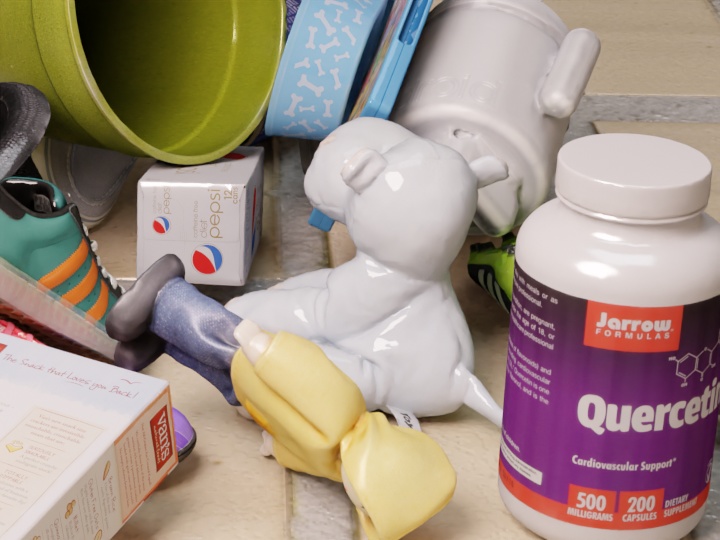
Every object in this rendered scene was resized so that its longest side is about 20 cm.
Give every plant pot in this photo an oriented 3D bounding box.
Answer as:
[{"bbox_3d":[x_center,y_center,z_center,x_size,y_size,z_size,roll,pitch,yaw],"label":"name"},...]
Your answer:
[{"bbox_3d":[-0.185,-0.165,1.334,0.193,0.201,0.200,-1,17,38],"label":"plant pot"}]

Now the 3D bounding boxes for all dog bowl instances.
[{"bbox_3d":[-0.015,-0.154,1.401,0.049,0.112,0.200,18,25,2],"label":"dog bowl"}]

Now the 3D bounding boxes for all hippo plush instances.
[{"bbox_3d":[0.000,0.000,1.168,0.159,0.161,0.200,-8,26,-23],"label":"hippo plush"}]

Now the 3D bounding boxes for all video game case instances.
[{"bbox_3d":[0.020,-0.139,1.311,0.018,0.143,0.200,23,56,-4],"label":"video game case"}]

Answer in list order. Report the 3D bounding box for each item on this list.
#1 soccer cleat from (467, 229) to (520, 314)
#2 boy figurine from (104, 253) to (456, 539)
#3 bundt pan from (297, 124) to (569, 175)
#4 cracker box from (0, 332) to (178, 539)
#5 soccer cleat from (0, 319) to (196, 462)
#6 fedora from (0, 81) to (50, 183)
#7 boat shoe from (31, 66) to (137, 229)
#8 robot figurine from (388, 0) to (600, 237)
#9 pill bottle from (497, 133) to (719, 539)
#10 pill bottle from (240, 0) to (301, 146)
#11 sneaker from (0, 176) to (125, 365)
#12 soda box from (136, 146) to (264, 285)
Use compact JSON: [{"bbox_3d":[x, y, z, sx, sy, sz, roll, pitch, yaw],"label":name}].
[{"bbox_3d":[0.110,0.014,1.275,0.067,0.081,0.200,-20,4,0],"label":"soccer cleat"},{"bbox_3d":[-0.039,0.075,1.076,0.200,0.124,0.064,36,65,18],"label":"boy figurine"},{"bbox_3d":[0.048,-0.084,1.469,0.201,0.076,0.202,3,24,-1],"label":"bundt pan"},{"bbox_3d":[-0.196,0.112,0.982,0.134,0.058,0.200,14,38,25],"label":"cracker box"},{"bbox_3d":[-0.184,0.064,1.113,0.200,0.073,0.068,11,25,18],"label":"soccer cleat"},{"bbox_3d":[-0.256,-0.024,1.239,0.200,0.092,0.201,-23,32,15],"label":"fedora"},{"bbox_3d":[-0.173,-0.117,1.438,0.071,0.070,0.201,-29,35,38],"label":"boat shoe"},{"bbox_3d":[0.077,-0.103,1.308,0.169,0.113,0.200,-17,37,33],"label":"robot figurine"},{"bbox_3d":[0.131,0.037,1.050,0.112,0.200,0.112,2,24,-1],"label":"pill bottle"},{"bbox_3d":[-0.073,-0.163,1.591,0.112,0.112,0.200,17,28,30],"label":"pill bottle"},{"bbox_3d":[-0.173,-0.004,1.147,0.071,0.080,0.200,11,-16,30],"label":"sneaker"},{"bbox_3d":[-0.100,-0.039,1.315,0.068,0.064,0.200,2,9,0],"label":"soda box"}]
